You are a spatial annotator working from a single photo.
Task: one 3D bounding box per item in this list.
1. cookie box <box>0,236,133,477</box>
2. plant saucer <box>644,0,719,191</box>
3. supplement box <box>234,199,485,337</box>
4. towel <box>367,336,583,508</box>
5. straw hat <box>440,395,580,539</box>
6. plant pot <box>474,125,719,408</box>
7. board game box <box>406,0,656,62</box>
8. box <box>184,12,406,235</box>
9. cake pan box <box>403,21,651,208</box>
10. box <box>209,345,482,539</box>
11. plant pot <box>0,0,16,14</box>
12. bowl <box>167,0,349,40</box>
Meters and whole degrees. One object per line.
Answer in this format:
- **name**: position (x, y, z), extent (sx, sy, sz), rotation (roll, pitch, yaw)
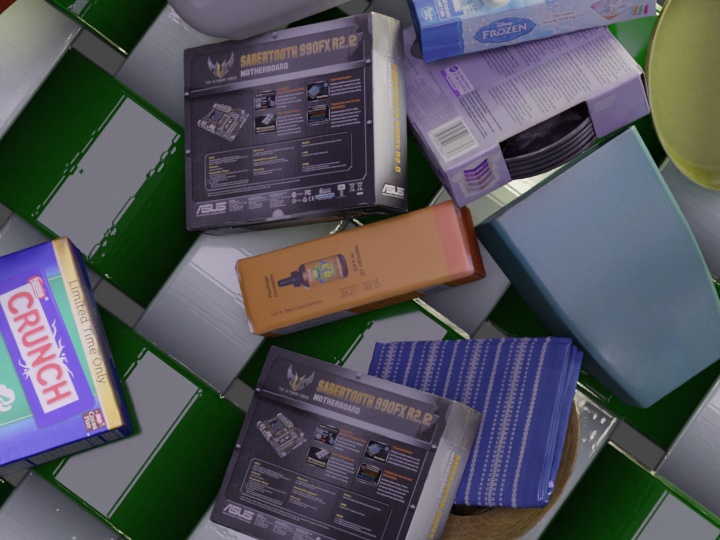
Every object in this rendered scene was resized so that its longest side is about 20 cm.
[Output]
- **cookie box**: position (-0.311, 0.084, 1.723), extent (0.199, 0.075, 0.172), rotation (-18, 82, -3)
- **plant saucer**: position (0.307, -0.168, 1.732), extent (0.199, 0.031, 0.202), rotation (-7, 101, -34)
- **supplement box**: position (0.000, 0.000, 1.718), extent (0.199, 0.069, 0.067), rotation (-15, 83, 10)
- **towel**: position (0.082, 0.124, 1.679), extent (0.199, 0.024, 0.146), rotation (-2, 64, 35)
- **straw hat**: position (0.108, 0.170, 1.701), extent (0.200, 0.085, 0.202), rotation (-17, 53, 25)
- **plant pot**: position (0.212, 0.006, 1.706), extent (0.141, 0.141, 0.201), rotation (-34, 91, -4)
- **board game box**: position (0.129, -0.275, 1.733), extent (0.198, 0.044, 0.201), rotation (-11, 49, -2)
- **box**: position (-0.057, -0.118, 1.705), extent (0.199, 0.048, 0.160), rotation (-7, 80, 33)
- **cake pan box**: position (0.122, -0.158, 1.710), extent (0.183, 0.052, 0.200), rotation (-28, 43, -3)
- **box**: position (-0.015, 0.162, 1.676), extent (0.199, 0.048, 0.159), rotation (14, 80, 37)
- **plant pot**: position (-0.343, -0.304, 1.721), extent (0.200, 0.200, 0.176), rotation (-41, 96, -5)
- **bowl**: position (-0.061, -0.269, 1.715), extent (0.199, 0.200, 0.075), rotation (-19, 120, 13)
